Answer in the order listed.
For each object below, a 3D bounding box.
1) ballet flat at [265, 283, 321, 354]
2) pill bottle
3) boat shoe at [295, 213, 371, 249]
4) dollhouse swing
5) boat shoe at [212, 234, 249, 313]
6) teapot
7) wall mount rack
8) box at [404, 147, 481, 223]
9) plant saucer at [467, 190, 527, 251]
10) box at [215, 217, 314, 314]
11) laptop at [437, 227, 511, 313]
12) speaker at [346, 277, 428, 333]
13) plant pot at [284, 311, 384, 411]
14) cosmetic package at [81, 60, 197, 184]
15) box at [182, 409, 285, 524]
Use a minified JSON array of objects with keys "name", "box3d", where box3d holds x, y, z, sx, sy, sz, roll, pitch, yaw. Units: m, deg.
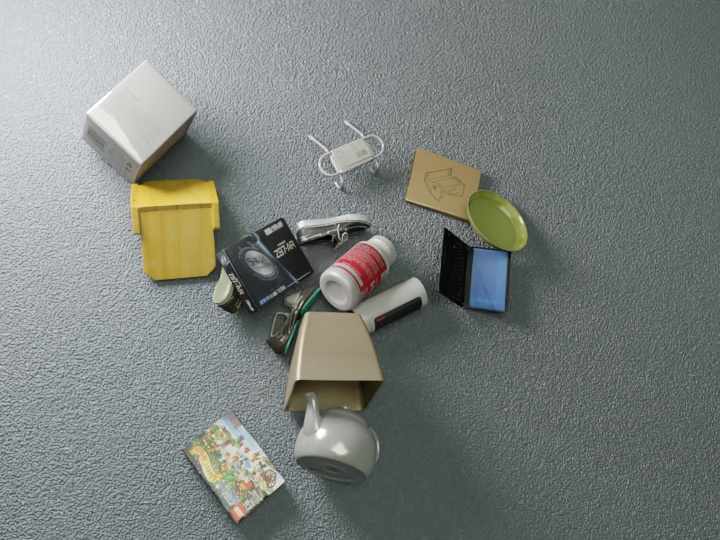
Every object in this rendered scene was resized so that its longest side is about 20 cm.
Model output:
[{"name":"ballet flat","box3d":[-0.164,0.104,1.599,0.068,0.068,0.202,27,67,5]},{"name":"pill bottle","box3d":[0.000,0.000,1.639,0.112,0.112,0.200,46,53,4]},{"name":"boat shoe","box3d":[-0.064,-0.096,1.685,0.196,0.074,0.069,-5,69,-16]},{"name":"dollhouse swing","box3d":[-0.444,-0.102,1.611,0.197,0.178,0.182,-6,32,-16]},{"name":"boat shoe","box3d":[-0.295,0.008,1.600,0.061,0.071,0.204,48,46,-40]},{"name":"teapot","box3d":[-0.045,0.375,1.482,0.194,0.201,0.148,13,58,3]},{"name":"wall mount rack","box3d":[-0.043,-0.319,1.771,0.198,0.075,0.176,-26,83,-21]},{"name":"box","box3d":[0.229,-0.234,1.836,0.197,0.021,0.166,18,69,-9]},{"name":"plant saucer","box3d":[0.365,-0.129,1.803,0.197,0.031,0.202,17,50,-21]},{"name":"box","box3d":[-0.223,-0.015,1.583,0.199,0.043,0.162,-34,97,-42]},{"name":"laptop","box3d":[0.298,0.000,1.727,0.199,0.102,0.180,31,59,-45]},{"name":"speaker","box3d":[0.066,0.091,1.653,0.198,0.081,0.082,-24,79,-21]},{"name":"plant pot","box3d":[-0.069,0.204,1.528,0.196,0.201,0.180,3,60,-14]},{"name":"cosmetic package","box3d":[-0.526,-0.348,1.583,0.166,0.167,0.201,43,66,-13]},{"name":"box","box3d":[-0.280,0.433,1.472,0.136,0.038,0.201,-37,84,-22]}]
